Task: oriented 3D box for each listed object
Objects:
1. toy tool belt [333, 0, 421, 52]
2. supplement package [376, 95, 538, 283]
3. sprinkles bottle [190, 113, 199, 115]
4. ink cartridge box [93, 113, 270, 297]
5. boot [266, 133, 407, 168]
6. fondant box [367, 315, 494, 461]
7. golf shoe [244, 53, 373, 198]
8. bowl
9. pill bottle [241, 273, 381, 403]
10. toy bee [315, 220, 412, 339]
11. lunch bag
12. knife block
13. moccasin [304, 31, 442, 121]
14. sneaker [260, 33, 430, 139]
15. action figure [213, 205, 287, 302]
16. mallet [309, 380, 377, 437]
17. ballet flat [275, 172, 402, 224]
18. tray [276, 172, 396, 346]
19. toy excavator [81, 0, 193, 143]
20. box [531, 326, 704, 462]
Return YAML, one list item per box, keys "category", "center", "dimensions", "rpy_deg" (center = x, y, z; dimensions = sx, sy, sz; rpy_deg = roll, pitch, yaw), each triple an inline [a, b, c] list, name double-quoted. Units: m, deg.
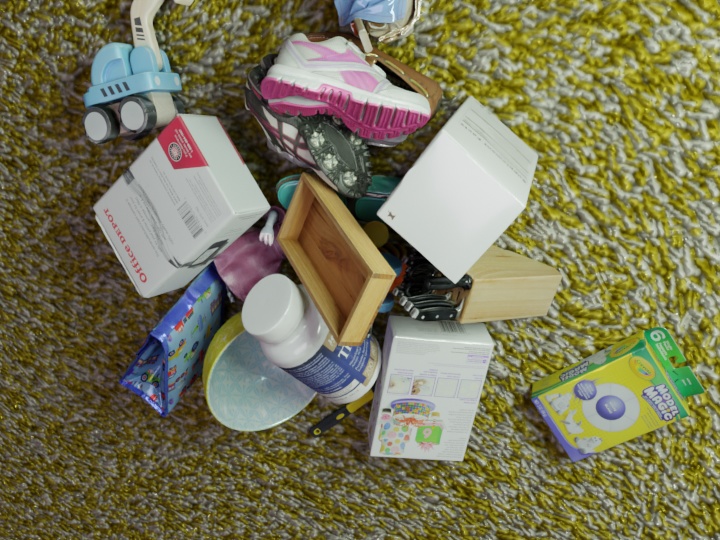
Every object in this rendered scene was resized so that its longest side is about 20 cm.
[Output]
- category: "toy tool belt"
  center: [0.004, -0.355, 0.784]
  dimensions: [0.122, 0.123, 0.205]
  rpy_deg: [-5, 110, 20]
- category: "supplement package"
  center: [0.119, -0.100, 0.810]
  dimensions: [0.119, 0.200, 0.122]
  rpy_deg: [40, 120, -2]
- category: "sprinkles bottle"
  center: [-0.271, -0.128, 1.006]
  dimensions: [0.068, 0.068, 0.200]
  rpy_deg: [42, 118, -3]
- category: "ink cartridge box"
  center: [-0.236, -0.081, 0.913]
  dimensions: [0.199, 0.083, 0.147]
  rpy_deg: [-36, 83, 28]
- category: "boot"
  center: [-0.033, -0.175, 0.913]
  dimensions: [0.196, 0.074, 0.097]
  rpy_deg: [22, 126, 16]
- category: "fondant box"
  center: [0.094, 0.169, 0.986]
  dimensions: [0.140, 0.059, 0.205]
  rpy_deg: [5, 115, -9]
- category: "golf shoe"
  center: [-0.063, -0.166, 0.856]
  dimensions: [0.201, 0.077, 0.088]
  rpy_deg: [50, 150, -4]
- category: "bowl"
  center: [-0.151, 0.124, 1.038]
  dimensions: [0.108, 0.196, 0.205]
  rpy_deg: [43, 130, 47]
- category: "pill bottle"
  center: [-0.064, 0.089, 0.925]
  dimensions: [0.109, 0.113, 0.200]
  rpy_deg: [-21, 140, 25]
- category: "toy bee"
  center: [0.000, 0.000, 0.897]
  dimensions: [0.106, 0.200, 0.134]
  rpy_deg: [20, 97, 14]
- category: "lunch bag"
  center: [-0.258, 0.091, 1.017]
  dimensions: [0.093, 0.151, 0.201]
  rpy_deg: [34, 137, 1]
- category: "knife block"
  center: [0.144, 0.026, 0.869]
  dimensions: [0.196, 0.176, 0.065]
  rpy_deg: [21, 119, 8]
- category: "moccasin"
  center: [0.003, -0.234, 0.861]
  dimensions: [0.198, 0.078, 0.075]
  rpy_deg: [31, 119, 4]
- category: "sneaker"
  center: [-0.009, -0.215, 0.791]
  dimensions: [0.195, 0.091, 0.081]
  rpy_deg: [15, 162, -14]
- category: "action figure"
  center: [-0.112, -0.040, 0.990]
  dimensions: [0.196, 0.150, 0.135]
  rpy_deg: [-27, 127, 7]
- category: "mallet"
  center: [-0.018, 0.202, 1.081]
  dimensions: [0.198, 0.041, 0.066]
  rpy_deg: [-31, 101, 31]
- category: "ballet flat"
  center: [-0.012, -0.100, 0.923]
  dimensions: [0.194, 0.071, 0.069]
  rpy_deg: [8, 127, 1]
- category: "tray"
  center: [-0.034, -0.018, 0.822]
  dimensions: [0.036, 0.201, 0.100]
  rpy_deg: [5, 125, -34]
- category: "toy excavator"
  center: [-0.296, -0.288, 0.940]
  dimensions: [0.189, 0.100, 0.206]
  rpy_deg: [-9, 101, 20]
- category: "box"
  center: [0.342, 0.166, 0.935]
  dimensions: [0.198, 0.048, 0.118]
  rpy_deg: [-33, 99, 26]
